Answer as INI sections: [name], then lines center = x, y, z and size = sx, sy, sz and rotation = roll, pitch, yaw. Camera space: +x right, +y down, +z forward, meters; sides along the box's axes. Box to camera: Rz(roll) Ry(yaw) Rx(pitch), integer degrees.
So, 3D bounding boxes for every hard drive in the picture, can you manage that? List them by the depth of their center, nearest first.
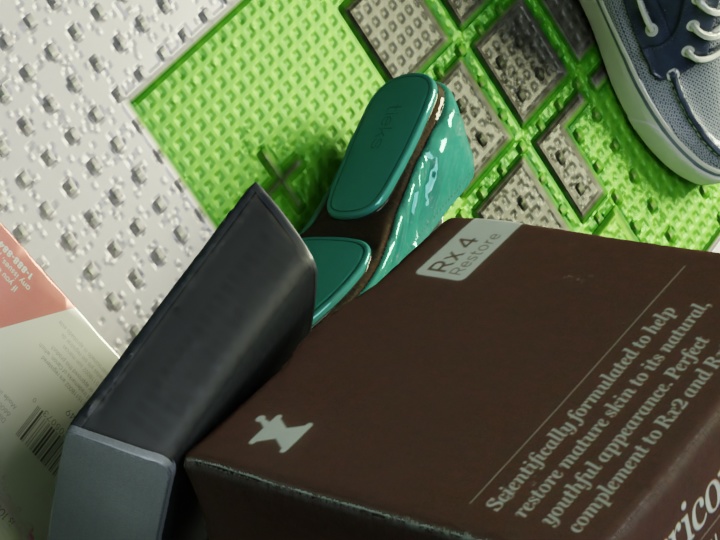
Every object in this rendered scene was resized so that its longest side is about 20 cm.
[hard drive]
center = -0.068, 0.071, 0.740
size = 0.042, 0.201, 0.135
rotation = 29, 57, 8

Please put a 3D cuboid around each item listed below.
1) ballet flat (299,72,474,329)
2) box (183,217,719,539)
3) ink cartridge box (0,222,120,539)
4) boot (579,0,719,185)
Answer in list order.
[ballet flat]
center = 0.000, 0.000, 0.895
size = 0.071, 0.067, 0.201
rotation = 55, 53, -35
[box]
center = 0.070, 0.114, 0.687
size = 0.166, 0.163, 0.202
rotation = -42, 128, -38
[ink cartridge box]
center = -0.178, 0.085, 0.721
size = 0.117, 0.067, 0.201
rotation = 51, 52, -20
[boot]
center = 0.176, -0.140, 1.053
size = 0.073, 0.090, 0.201
rotation = -45, 109, -37
